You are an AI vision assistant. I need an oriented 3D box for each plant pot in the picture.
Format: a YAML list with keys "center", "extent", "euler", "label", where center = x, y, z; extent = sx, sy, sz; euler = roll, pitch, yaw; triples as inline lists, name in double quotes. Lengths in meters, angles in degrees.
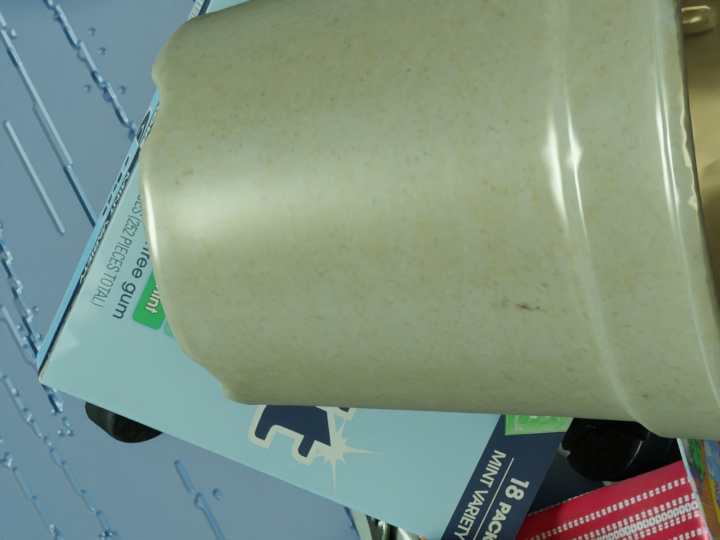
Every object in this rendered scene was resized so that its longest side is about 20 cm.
- center: [0.036, -0.031, 0.660]
  extent: [0.183, 0.200, 0.201]
  euler: [-6, 93, 20]
  label: "plant pot"

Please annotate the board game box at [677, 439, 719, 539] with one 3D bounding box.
- center: [0.171, 0.058, 0.780]
  extent: [0.039, 0.200, 0.158]
  euler: [-18, 112, 26]
  label: "board game box"

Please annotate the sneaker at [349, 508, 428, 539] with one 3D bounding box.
- center: [0.022, 0.080, 0.872]
  extent: [0.074, 0.079, 0.201]
  euler: [-24, 90, 7]
  label: "sneaker"

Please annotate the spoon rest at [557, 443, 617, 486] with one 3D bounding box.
- center: [0.109, 0.172, 0.873]
  extent: [0.099, 0.061, 0.201]
  euler: [-2, 92, -29]
  label: "spoon rest"

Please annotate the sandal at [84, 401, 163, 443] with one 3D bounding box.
- center: [-0.066, -0.019, 0.880]
  extent: [0.048, 0.075, 0.201]
  euler: [37, 97, 28]
  label: "sandal"

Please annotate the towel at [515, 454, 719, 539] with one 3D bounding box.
- center: [0.094, 0.180, 0.763]
  extent: [0.022, 0.144, 0.201]
  euler: [9, 68, -30]
  label: "towel"

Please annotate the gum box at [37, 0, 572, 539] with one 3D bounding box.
- center: [0.000, 0.000, 0.787]
  extent: [0.199, 0.045, 0.170]
  euler: [23, 97, -13]
  label: "gum box"

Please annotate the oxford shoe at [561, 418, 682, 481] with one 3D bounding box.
- center: [0.132, -0.007, 0.871]
  extent: [0.084, 0.073, 0.201]
  euler: [9, 81, -34]
  label: "oxford shoe"
